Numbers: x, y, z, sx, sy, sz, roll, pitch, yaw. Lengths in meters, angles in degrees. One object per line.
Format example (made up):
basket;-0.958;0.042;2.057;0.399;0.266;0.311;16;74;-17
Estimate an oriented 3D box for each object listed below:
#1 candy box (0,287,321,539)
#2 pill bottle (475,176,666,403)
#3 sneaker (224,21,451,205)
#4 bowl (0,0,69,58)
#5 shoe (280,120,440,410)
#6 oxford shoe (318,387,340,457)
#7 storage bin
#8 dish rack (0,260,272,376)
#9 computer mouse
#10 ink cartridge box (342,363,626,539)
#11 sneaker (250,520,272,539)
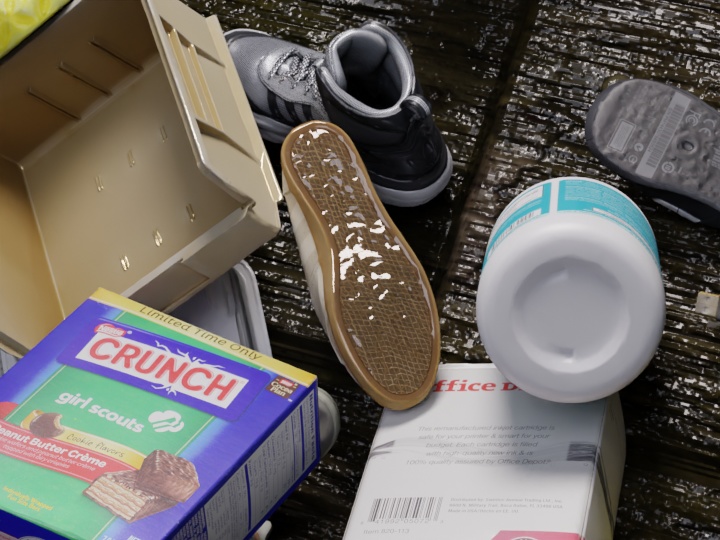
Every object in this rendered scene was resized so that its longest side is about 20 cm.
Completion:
candy box;-0.143;0.114;1.302;0.169;0.077;0.200;20;39;22
pill bottle;0.130;0.005;1.330;0.110;0.200;0.111;1;103;6
sneaker;-0.024;-0.131;1.461;0.200;0.114;0.076;32;65;23
bowl;-0.257;-0.220;1.523;0.200;0.200;0.108;-39;102;1
shoe;0.000;0.000;1.382;0.070;0.053;0.200;-15;69;-12
oxford shoe;-0.109;0.124;1.408;0.199;0.058;0.075;-15;104;7
storage bin;-0.172;-0.064;1.442;0.200;0.094;0.199;-35;54;20
dish rack;-0.159;0.079;1.483;0.199;0.044;0.172;-17;66;10
computer mouse;0.229;-0.035;1.403;0.200;0.046;0.141;20;74;11
ink cartridge box;0.078;0.150;1.311;0.146;0.083;0.200;-2;36;17
sneaker;-0.065;0.239;1.373;0.074;0.080;0.200;-48;53;47
